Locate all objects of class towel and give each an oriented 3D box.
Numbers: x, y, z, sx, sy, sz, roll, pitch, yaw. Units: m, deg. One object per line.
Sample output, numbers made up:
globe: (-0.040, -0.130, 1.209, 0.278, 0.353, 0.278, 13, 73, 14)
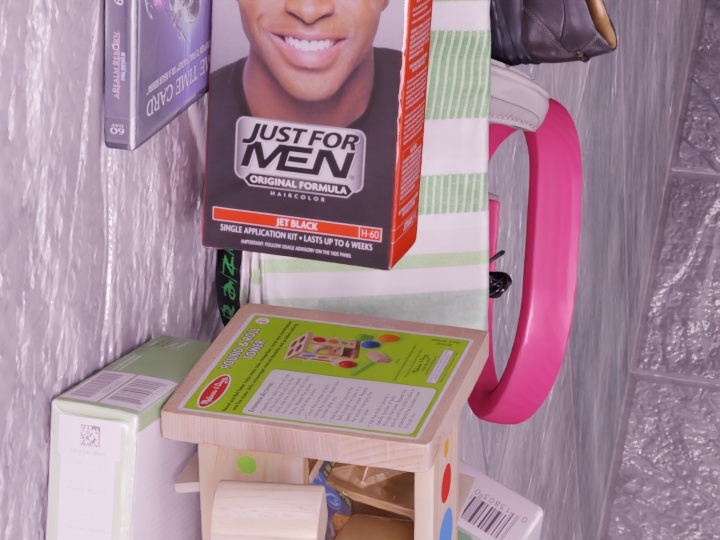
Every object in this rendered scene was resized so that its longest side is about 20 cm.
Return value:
towel: (0.006, -0.055, 1.166, 0.023, 0.151, 0.202, 14, -74, 61)

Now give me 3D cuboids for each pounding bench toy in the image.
pounding bench toy: (-0.023, 0.131, 1.003, 0.200, 0.123, 0.157, -55, 148, -63)

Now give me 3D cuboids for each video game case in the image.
video game case: (-0.084, -0.171, 1.008, 0.143, 0.019, 0.202, -52, 148, -66)

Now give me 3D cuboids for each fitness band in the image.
fitness band: (0.090, -0.008, 1.336, 0.143, 0.037, 0.202, 155, -59, -65)

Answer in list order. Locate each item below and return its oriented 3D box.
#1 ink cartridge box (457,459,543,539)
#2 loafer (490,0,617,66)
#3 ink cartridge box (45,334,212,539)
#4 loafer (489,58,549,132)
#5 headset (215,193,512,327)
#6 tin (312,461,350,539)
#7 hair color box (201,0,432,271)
ink cartridge box: (0.035, 0.181, 1.419, 0.050, 0.160, 0.201, -48, 156, -33)
loafer: (0.106, -0.209, 1.229, 0.073, 0.072, 0.201, -59, 148, -51)
ink cartridge box: (-0.103, 0.144, 1.036, 0.145, 0.048, 0.202, -36, 133, -73)
loafer: (0.020, -0.093, 1.225, 0.199, 0.070, 0.070, 7, 93, -34)
headset: (0.000, 0.000, 1.238, 0.199, 0.094, 0.125, 5, 95, -37)
tin: (0.010, 0.166, 1.269, 0.200, 0.042, 0.112, 54, 33, -26)
hair color box: (-0.019, -0.108, 1.067, 0.061, 0.101, 0.202, -45, 140, -69)
